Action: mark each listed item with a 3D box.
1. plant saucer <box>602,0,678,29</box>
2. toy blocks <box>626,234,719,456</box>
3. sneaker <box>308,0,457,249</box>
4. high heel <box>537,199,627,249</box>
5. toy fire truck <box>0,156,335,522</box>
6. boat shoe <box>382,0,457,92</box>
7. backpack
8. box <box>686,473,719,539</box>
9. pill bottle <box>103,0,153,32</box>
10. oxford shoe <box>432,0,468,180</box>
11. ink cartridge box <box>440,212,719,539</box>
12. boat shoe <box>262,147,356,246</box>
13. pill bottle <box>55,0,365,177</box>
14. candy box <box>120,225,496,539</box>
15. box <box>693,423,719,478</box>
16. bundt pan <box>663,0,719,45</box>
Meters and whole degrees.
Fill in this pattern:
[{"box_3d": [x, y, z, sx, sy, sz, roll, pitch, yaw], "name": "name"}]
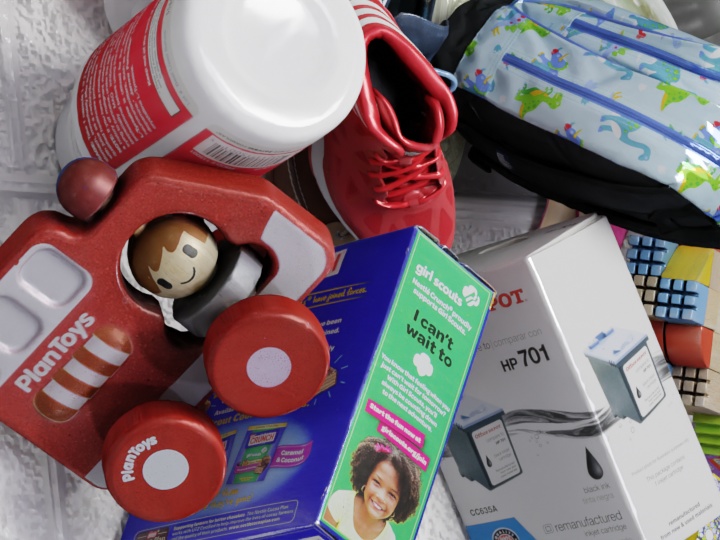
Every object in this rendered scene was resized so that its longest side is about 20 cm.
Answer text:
[{"box_3d": [0.129, -0.193, 1.904, 0.200, 0.050, 0.200, 38, 25, -21], "name": "plant saucer"}, {"box_3d": [0.213, 0.014, 1.880, 0.137, 0.100, 0.200, 20, 78, -63], "name": "toy blocks"}, {"box_3d": [0.017, -0.062, 1.613, 0.078, 0.116, 0.200, -28, 123, -4], "name": "sneaker"}, {"box_3d": [0.136, -0.041, 1.885, 0.096, 0.067, 0.200, 8, 85, -53], "name": "high heel"}, {"box_3d": [-0.119, 0.024, 1.541, 0.168, 0.200, 0.112, 36, 16, -26], "name": "toy fire truck"}, {"box_3d": [0.017, -0.145, 1.686, 0.084, 0.069, 0.200, -12, 109, -63], "name": "boat shoe"}, {"box_3d": [0.161, -0.090, 1.758, 0.154, 0.200, 0.163, -46, 140, -2], "name": "backpack"}, {"box_3d": [0.269, 0.218, 1.933, 0.200, 0.064, 0.070, 38, 54, -30], "name": "box"}, {"box_3d": [-0.064, -0.204, 1.711, 0.112, 0.112, 0.200, 48, 50, -22], "name": "pill bottle"}, {"box_3d": [0.035, -0.119, 1.823, 0.075, 0.058, 0.200, 24, 75, -60], "name": "oxford shoe"}, {"box_3d": [0.115, 0.083, 1.769, 0.086, 0.146, 0.200, -29, 98, -42], "name": "ink cartridge box"}, {"box_3d": [0.000, 0.000, 1.737, 0.076, 0.072, 0.200, -24, 95, -45], "name": "boat shoe"}, {"box_3d": [-0.090, -0.095, 1.581, 0.112, 0.200, 0.112, 9, 71, -28], "name": "pill bottle"}, {"box_3d": [-0.032, 0.086, 1.613, 0.077, 0.169, 0.200, 40, 53, -32], "name": "candy box"}, {"box_3d": [0.306, 0.084, 2.025, 0.137, 0.039, 0.200, 39, 54, -28], "name": "box"}, {"box_3d": [0.292, -0.190, 2.072, 0.202, 0.076, 0.202, 16, 66, -40], "name": "bundt pan"}]
